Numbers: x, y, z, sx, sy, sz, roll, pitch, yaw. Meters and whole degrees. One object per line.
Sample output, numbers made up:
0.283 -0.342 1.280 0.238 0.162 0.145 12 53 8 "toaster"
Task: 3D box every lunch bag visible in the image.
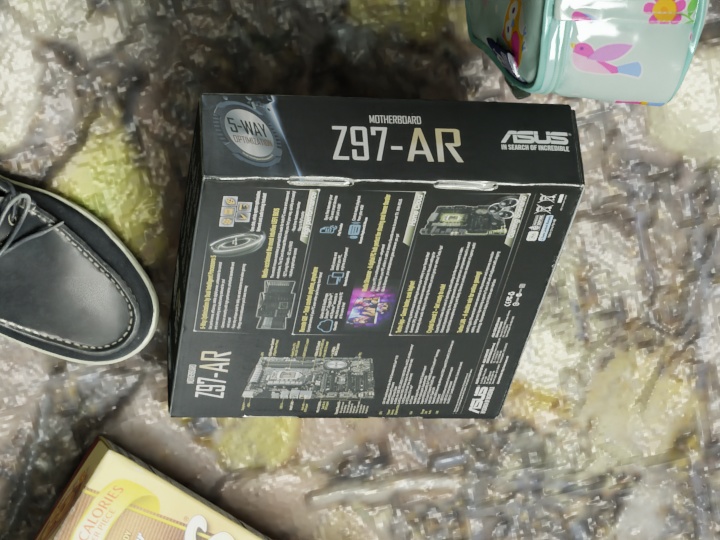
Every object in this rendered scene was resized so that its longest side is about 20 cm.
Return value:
0.090 -0.170 1.007 0.077 0.160 0.200 1 108 -14 "lunch bag"

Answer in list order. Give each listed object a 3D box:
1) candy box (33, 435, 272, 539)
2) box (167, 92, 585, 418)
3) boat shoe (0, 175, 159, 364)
-0.069 0.180 1.165 0.200 0.055 0.116 32 86 -13 "candy box"
0.000 0.000 1.075 0.160 0.044 0.200 1 147 -8 "box"
-0.175 -0.015 1.089 0.200 0.062 0.075 37 103 -23 "boat shoe"
